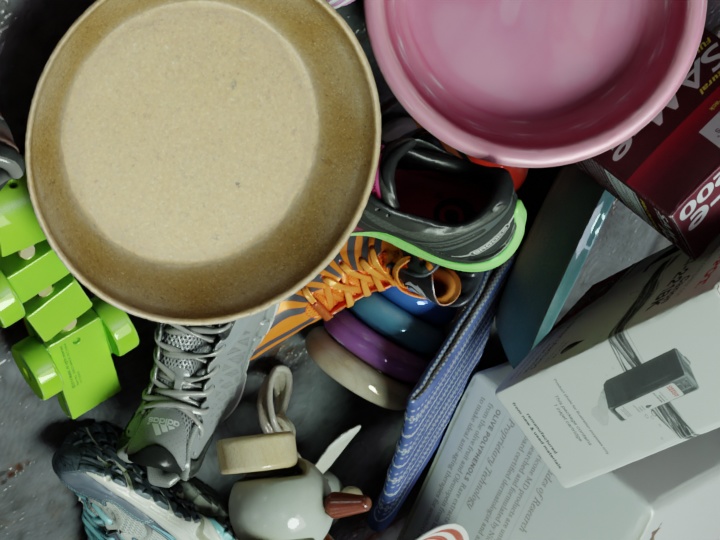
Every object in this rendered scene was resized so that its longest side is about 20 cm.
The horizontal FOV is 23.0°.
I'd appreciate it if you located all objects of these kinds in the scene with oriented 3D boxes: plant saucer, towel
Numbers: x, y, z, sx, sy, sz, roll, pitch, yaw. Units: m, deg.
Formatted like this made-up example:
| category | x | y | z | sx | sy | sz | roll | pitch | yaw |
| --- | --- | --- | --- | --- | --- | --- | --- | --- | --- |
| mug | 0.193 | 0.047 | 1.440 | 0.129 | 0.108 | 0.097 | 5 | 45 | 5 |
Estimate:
| category | x | y | z | sx | sy | sz | roll | pitch | yaw |
| --- | --- | --- | --- | --- | --- | --- | --- | --- | --- |
| plant saucer | -0.087 | -0.071 | 0.956 | 0.200 | 0.035 | 0.200 | -7 | 108 | -22 |
| plant saucer | 0.140 | -0.022 | 1.222 | 0.200 | 0.036 | 0.200 | -62 | 171 | -17 |
| plant saucer | 0.100 | -0.161 | 1.040 | 0.201 | 0.201 | 0.051 | -48 | -174 | 3 |
| towel | 0.051 | 0.084 | 1.214 | 0.145 | 0.024 | 0.200 | -57 | 168 | -32 |

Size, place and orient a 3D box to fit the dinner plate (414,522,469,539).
| category | x | y | z | sx | sy | sz | roll | pitch | yaw |
| --- | --- | --- | --- | --- | --- | --- | --- | --- | --- |
| dinner plate | 0.008 | 0.256 | 1.223 | 0.200 | 0.024 | 0.200 | -44 | 153 | -29 |

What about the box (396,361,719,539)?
| category | x | y | z | sx | sy | sz | roll | pitch | yaw |
| --- | --- | --- | --- | --- | --- | --- | --- | --- | --- |
| box | 0.167 | 0.180 | 1.340 | 0.199 | 0.171 | 0.200 | -15 | 134 | -51 |

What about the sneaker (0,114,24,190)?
| category | x | y | z | sx | sy | sz | roll | pitch | yaw |
| --- | --- | --- | --- | --- | --- | --- | --- | --- | --- |
| sneaker | -0.251 | -0.009 | 0.900 | 0.200 | 0.082 | 0.077 | -48 | 141 | 2 |

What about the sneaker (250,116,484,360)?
| category | x | y | z | sx | sy | sz | roll | pitch | yaw |
| --- | --- | --- | --- | --- | --- | --- | --- | --- | --- |
| sneaker | 0.000 | 0.000 | 1.107 | 0.200 | 0.112 | 0.078 | -46 | 145 | 2 |

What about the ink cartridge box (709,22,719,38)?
| category | x | y | z | sx | sy | sz | roll | pitch | yaw |
| --- | --- | --- | --- | --- | --- | --- | --- | --- | --- |
| ink cartridge box | 0.240 | -0.103 | 1.183 | 0.117 | 0.067 | 0.200 | -61 | 177 | 4 |

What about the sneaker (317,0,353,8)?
| category | x | y | z | sx | sy | sz | roll | pitch | yaw |
| --- | --- | --- | --- | --- | --- | --- | --- | --- | --- |
| sneaker | -0.028 | -0.216 | 0.927 | 0.080 | 0.088 | 0.200 | -41 | 154 | -4 |

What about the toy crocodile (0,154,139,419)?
| category | x | y | z | sx | sy | sz | roll | pitch | yaw |
| --- | --- | --- | --- | --- | --- | --- | --- | --- | --- |
| toy crocodile | -0.180 | 0.016 | 1.012 | 0.068 | 0.062 | 0.200 | -34 | 144 | -15 |

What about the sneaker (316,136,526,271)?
| category | x | y | z | sx | sy | sz | roll | pitch | yaw |
| --- | --- | --- | --- | --- | --- | --- | --- | --- | --- |
| sneaker | -0.001 | -0.053 | 1.037 | 0.200 | 0.077 | 0.084 | 5 | 151 | 0 |

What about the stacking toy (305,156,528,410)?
| category | x | y | z | sx | sy | sz | roll | pitch | yaw |
| --- | --- | --- | --- | --- | --- | --- | --- | --- | --- |
| stacking toy | 0.048 | -0.009 | 1.178 | 0.085 | 0.085 | 0.200 | 24 | 102 | -50 |

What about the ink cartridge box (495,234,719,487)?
| category | x | y | z | sx | sy | sz | roll | pitch | yaw |
| --- | --- | --- | --- | --- | --- | --- | --- | --- | --- |
| ink cartridge box | 0.203 | 0.040 | 1.102 | 0.200 | 0.084 | 0.144 | -31 | -172 | 47 |

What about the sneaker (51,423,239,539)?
| category | x | y | z | sx | sy | sz | roll | pitch | yaw |
| --- | --- | --- | --- | --- | --- | --- | --- | --- | --- |
| sneaker | -0.146 | 0.172 | 1.158 | 0.086 | 0.078 | 0.200 | -43 | 141 | 1 |

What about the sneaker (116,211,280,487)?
| category | x | y | z | sx | sy | sz | roll | pitch | yaw |
| --- | --- | --- | --- | --- | --- | --- | --- | --- | --- |
| sneaker | -0.099 | 0.060 | 1.047 | 0.200 | 0.075 | 0.116 | 101 | 7 | -46 |

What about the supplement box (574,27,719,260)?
| category | x | y | z | sx | sy | sz | roll | pitch | yaw |
| --- | --- | --- | --- | --- | --- | --- | --- | --- | --- |
| supplement box | 0.170 | -0.109 | 1.099 | 0.109 | 0.200 | 0.061 | -45 | 143 | -2 |

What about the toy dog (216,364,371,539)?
| category | x | y | z | sx | sy | sz | roll | pitch | yaw |
| --- | --- | --- | --- | --- | --- | --- | --- | --- | --- |
| toy dog | -0.026 | 0.144 | 1.130 | 0.200 | 0.096 | 0.132 | -55 | 140 | -70 |
